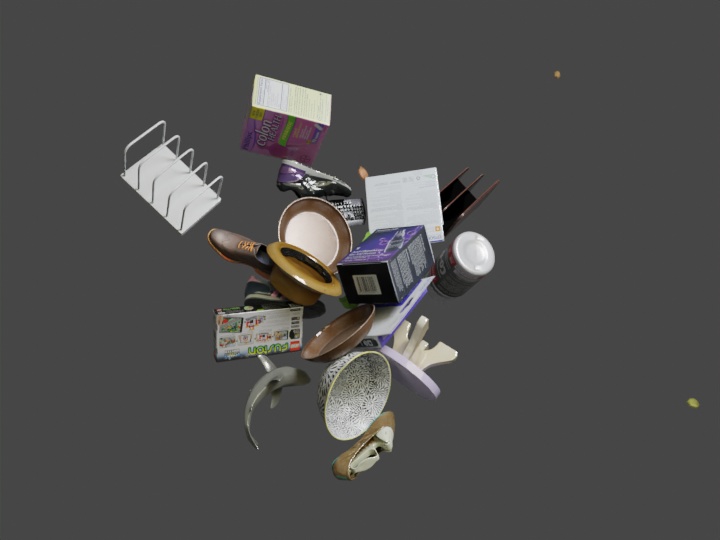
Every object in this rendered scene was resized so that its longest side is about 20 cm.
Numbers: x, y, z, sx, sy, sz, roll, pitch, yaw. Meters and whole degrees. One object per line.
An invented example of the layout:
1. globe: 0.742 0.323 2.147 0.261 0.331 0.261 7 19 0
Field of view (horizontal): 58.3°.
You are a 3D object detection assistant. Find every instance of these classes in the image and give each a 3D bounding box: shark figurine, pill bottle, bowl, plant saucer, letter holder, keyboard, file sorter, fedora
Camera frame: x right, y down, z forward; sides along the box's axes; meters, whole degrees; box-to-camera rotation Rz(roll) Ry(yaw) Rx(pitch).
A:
1. shark figurine: -0.195 0.260 1.368 0.129 0.089 0.215 49 53 -12
2. pill bottle: 0.241 -0.002 1.612 0.111 0.200 0.117 8 63 -17
3. bowl: -0.032 0.257 1.422 0.199 0.205 0.093 -34 39 -31
4. plant saucer: -0.043 0.148 1.440 0.200 0.199 0.037 -43 105 -31
5. letter holder: 0.269 -0.197 1.750 0.101 0.142 0.199 46 59 5
6. keyboard: -0.082 -0.171 1.669 0.195 0.021 0.130 -7 69 -25
7. file sorter: -0.432 -0.216 1.488 0.199 0.125 0.139 42 59 1
8. plant saucer: -0.115 -0.077 1.579 0.196 0.036 0.206 9 71 -27
9. fedora: -0.137 0.018 1.445 0.198 0.083 0.201 32 16 -10

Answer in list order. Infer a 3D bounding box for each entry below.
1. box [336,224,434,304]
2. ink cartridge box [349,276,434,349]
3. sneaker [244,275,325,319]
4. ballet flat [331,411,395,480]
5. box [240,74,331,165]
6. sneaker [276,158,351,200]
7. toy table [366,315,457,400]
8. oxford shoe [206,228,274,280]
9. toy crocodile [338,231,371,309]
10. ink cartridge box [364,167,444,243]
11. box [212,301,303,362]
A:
1. box: 0.062 -0.015 1.501 0.200 0.145 0.107 -44 122 -48
2. ink cartridge box: 0.068 0.100 1.499 0.044 0.198 0.199 53 57 -17
3. sneaker: -0.172 0.057 1.498 0.195 0.070 0.084 13 50 -23
4. ballet flat: 0.024 0.388 1.410 0.198 0.072 0.069 -34 116 -31
5. box: -0.190 -0.373 1.628 0.195 0.176 0.099 11 61 -17
6. sneaker: -0.120 -0.206 1.632 0.196 0.076 0.090 18 88 -19
7. toy table: 0.123 0.194 1.498 0.198 0.185 0.118 36 69 11
8. oxford shoe: -0.263 -0.052 1.507 0.196 0.073 0.073 25 59 -9
9. toy crocodile: 0.000 0.000 1.591 0.067 0.060 0.205 42 55 -48
10. ink cartridge box: 0.113 -0.154 1.672 0.194 0.041 0.206 -6 74 7
11. box: -0.224 0.133 1.421 0.195 0.035 0.113 -4 110 -24
